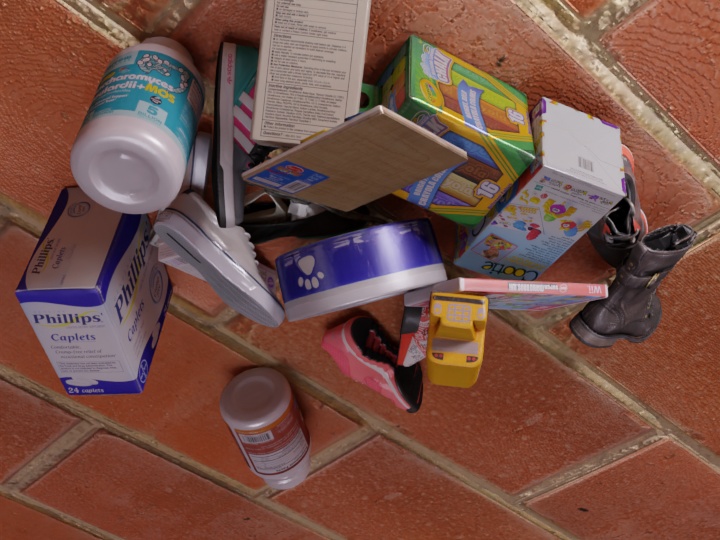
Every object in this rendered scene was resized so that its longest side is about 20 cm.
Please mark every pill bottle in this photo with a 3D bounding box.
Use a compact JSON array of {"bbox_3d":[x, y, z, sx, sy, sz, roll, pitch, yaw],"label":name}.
[{"bbox_3d":[-0.140,0.253,1.432,0.112,0.112,0.200,-6,135,10],"label":"pill bottle"},{"bbox_3d":[-0.225,-0.161,0.957,0.110,0.200,0.111,1,135,1],"label":"pill bottle"}]

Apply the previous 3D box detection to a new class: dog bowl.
[{"bbox_3d":[0.000,0.000,1.109,0.199,0.079,0.200,-14,177,-1],"label":"dog bowl"}]

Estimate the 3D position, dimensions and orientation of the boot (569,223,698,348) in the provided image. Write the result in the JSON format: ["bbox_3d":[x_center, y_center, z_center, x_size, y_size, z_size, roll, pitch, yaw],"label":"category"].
[{"bbox_3d":[0.360,0.013,1.136,0.200,0.069,0.174,-14,143,-45],"label":"boot"}]

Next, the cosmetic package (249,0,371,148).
[{"bbox_3d":[-0.045,-0.219,0.897,0.105,0.071,0.201,8,93,0],"label":"cosmetic package"}]

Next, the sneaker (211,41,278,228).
[{"bbox_3d":[-0.100,-0.144,1.000,0.120,0.201,0.084,3,178,-13],"label":"sneaker"}]

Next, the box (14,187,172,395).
[{"bbox_3d":[-0.328,0.026,1.166,0.104,0.184,0.200,-1,136,7],"label":"box"}]

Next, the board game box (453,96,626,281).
[{"bbox_3d":[0.199,-0.083,1.051,0.105,0.103,0.200,18,143,-16],"label":"board game box"}]

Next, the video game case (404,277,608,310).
[{"bbox_3d":[0.171,0.030,1.097,0.199,0.018,0.143,2,170,-23],"label":"video game case"}]

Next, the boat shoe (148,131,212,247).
[{"bbox_3d":[-0.227,-0.094,1.122,0.070,0.071,0.200,12,142,-12],"label":"boat shoe"}]

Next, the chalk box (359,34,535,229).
[{"bbox_3d":[0.070,-0.158,0.992,0.199,0.125,0.124,23,133,-19],"label":"chalk box"}]

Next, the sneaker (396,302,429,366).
[{"bbox_3d":[0.108,0.092,1.239,0.107,0.067,0.202,10,157,4],"label":"sneaker"}]

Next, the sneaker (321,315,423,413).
[{"bbox_3d":[0.019,0.140,1.350,0.087,0.074,0.200,-15,130,37],"label":"sneaker"}]

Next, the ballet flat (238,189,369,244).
[{"bbox_3d":[-0.090,-0.071,1.136,0.199,0.068,0.069,-9,125,13],"label":"ballet flat"}]

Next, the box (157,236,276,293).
[{"bbox_3d":[-0.179,-0.006,1.169,0.041,0.039,0.200,-12,158,28],"label":"box"}]

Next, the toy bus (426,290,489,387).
[{"bbox_3d":[0.109,0.081,1.057,0.065,0.079,0.200,6,165,6],"label":"toy bus"}]

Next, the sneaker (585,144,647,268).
[{"bbox_3d":[0.305,-0.057,1.105,0.077,0.082,0.200,-13,134,17],"label":"sneaker"}]

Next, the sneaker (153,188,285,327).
[{"bbox_3d":[-0.150,-0.014,1.080,0.073,0.071,0.200,-3,136,49],"label":"sneaker"}]

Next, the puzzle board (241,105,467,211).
[{"bbox_3d":[0.000,-0.104,0.883,0.150,0.017,0.200,-21,165,25],"label":"puzzle board"}]

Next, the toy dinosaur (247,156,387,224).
[{"bbox_3d":[-0.062,-0.103,1.081,0.199,0.088,0.048,19,123,-10],"label":"toy dinosaur"}]
